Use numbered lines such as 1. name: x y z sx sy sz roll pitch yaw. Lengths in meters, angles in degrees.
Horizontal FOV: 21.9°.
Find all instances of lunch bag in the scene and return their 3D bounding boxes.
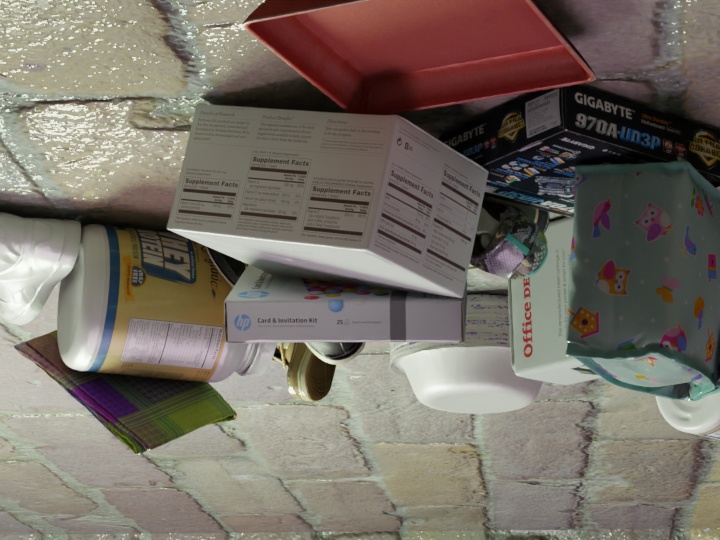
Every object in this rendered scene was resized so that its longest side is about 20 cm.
1. lunch bag: 0.255 0.014 1.552 0.121 0.171 0.200 -1 165 29

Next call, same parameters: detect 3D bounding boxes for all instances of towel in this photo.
1. towel: -0.234 0.108 1.859 0.200 0.023 0.143 35 -147 26

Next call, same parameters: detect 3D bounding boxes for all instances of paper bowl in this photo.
1. paper bowl: 0.132 0.101 2.126 0.200 0.105 0.201 1 164 0

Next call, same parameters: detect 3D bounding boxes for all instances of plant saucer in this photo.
1. plant saucer: 0.046 -0.172 1.337 0.199 0.037 0.199 -6 162 24

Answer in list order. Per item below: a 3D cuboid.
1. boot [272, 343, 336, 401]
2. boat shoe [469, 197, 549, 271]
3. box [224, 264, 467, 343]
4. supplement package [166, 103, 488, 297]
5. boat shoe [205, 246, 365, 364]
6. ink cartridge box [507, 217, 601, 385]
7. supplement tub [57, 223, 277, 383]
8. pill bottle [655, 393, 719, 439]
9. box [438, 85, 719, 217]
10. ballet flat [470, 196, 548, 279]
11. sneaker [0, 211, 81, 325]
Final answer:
1. boot: -0.103 0.076 1.965 0.154 0.072 0.200 2 -154 6
2. boat shoe: 0.110 -0.033 1.727 0.062 0.072 0.200 26 157 -31
3. box: -0.008 0.027 1.602 0.199 0.041 0.156 -1 -168 5
4. supplement package: -0.025 -0.058 1.513 0.199 0.111 0.156 7 170 34
5. boat shoe: -0.073 0.004 1.733 0.074 0.201 0.063 -42 155 -13
6. ink cartridge box: 0.242 0.019 1.776 0.083 0.147 0.200 12 160 -41
7. supplement tub: -0.189 0.035 1.837 0.199 0.145 0.145 6 162 -20
8. pill bottle: 0.463 0.152 2.256 0.199 0.120 0.119 15 158 -41
9. box: 0.191 -0.094 1.572 0.199 0.046 0.159 12 160 -34
10. ballet flat: 0.089 -0.046 1.647 0.072 0.072 0.200 11 -173 -32
11. sneaker: -0.359 -0.009 1.840 0.115 0.074 0.200 11 152 -22
